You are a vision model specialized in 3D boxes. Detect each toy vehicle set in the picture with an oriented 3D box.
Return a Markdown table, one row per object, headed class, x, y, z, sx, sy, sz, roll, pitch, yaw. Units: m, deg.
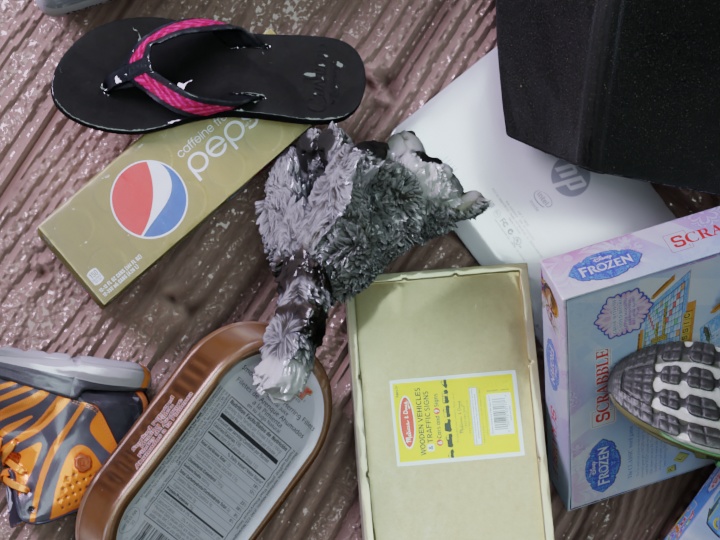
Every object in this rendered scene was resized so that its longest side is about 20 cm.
| class | x | y | z | sx | sy | sz | roll | pitch | yaw |
| --- | --- | --- | --- | --- | --- | --- | --- | --- | --- |
| toy vehicle set | 0.057 | 0.099 | 1.351 | 0.123 | 0.027 | 0.202 | -4 | 77 | -3 |

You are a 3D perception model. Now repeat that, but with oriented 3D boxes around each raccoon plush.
| class | x | y | z | sx | sy | sz | roll | pitch | yaw |
| --- | --- | --- | --- | --- | --- | --- | --- | --- | --- |
| raccoon plush | 0.000 | 0.000 | 1.320 | 0.133 | 0.096 | 0.202 | 25 | 82 | -40 |

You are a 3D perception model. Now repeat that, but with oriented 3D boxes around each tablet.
| class | x | y | z | sx | sy | sz | roll | pitch | yaw |
| --- | --- | --- | --- | --- | --- | --- | --- | --- | --- |
| tablet | 0.126 | -0.051 | 1.402 | 0.130 | 0.014 | 0.201 | -38 | 94 | -10 |

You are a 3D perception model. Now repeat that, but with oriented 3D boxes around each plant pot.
| class | x | y | z | sx | sy | sz | roll | pitch | yaw |
| --- | --- | --- | --- | --- | --- | --- | --- | --- | --- |
| plant pot | 0.195 | -0.149 | 1.323 | 0.198 | 0.200 | 0.179 | 9 | 99 | -21 |

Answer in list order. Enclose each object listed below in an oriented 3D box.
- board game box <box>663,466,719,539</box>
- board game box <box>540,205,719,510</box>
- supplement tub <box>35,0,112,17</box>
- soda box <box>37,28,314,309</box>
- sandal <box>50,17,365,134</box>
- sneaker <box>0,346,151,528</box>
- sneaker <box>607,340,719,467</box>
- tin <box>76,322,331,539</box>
| class | x | y | z | sx | sy | sz | roll | pitch | yaw |
| --- | --- | --- | --- | --- | --- | --- | --- | --- | --- |
| board game box | 0.277 | 0.204 | 1.371 | 0.151 | 0.037 | 0.201 | 32 | 103 | -6 |
| board game box | 0.216 | 0.049 | 1.335 | 0.198 | 0.041 | 0.201 | -16 | 134 | -11 |
| supplement tub | -0.127 | -0.246 | 1.315 | 0.198 | 0.122 | 0.124 | -18 | 90 | -9 |
| soda box | -0.113 | -0.066 | 1.337 | 0.200 | 0.064 | 0.068 | -42 | 92 | -10 |
| sandal | -0.095 | -0.126 | 1.289 | 0.198 | 0.045 | 0.076 | -1 | 79 | -2 |
| sneaker | -0.233 | 0.104 | 1.301 | 0.198 | 0.078 | 0.113 | 7 | 85 | -9 |
| sneaker | 0.244 | 0.112 | 1.290 | 0.198 | 0.089 | 0.077 | 19 | 52 | -1 |
| tin | -0.096 | 0.127 | 1.315 | 0.201 | 0.042 | 0.112 | -53 | 131 | -10 |
